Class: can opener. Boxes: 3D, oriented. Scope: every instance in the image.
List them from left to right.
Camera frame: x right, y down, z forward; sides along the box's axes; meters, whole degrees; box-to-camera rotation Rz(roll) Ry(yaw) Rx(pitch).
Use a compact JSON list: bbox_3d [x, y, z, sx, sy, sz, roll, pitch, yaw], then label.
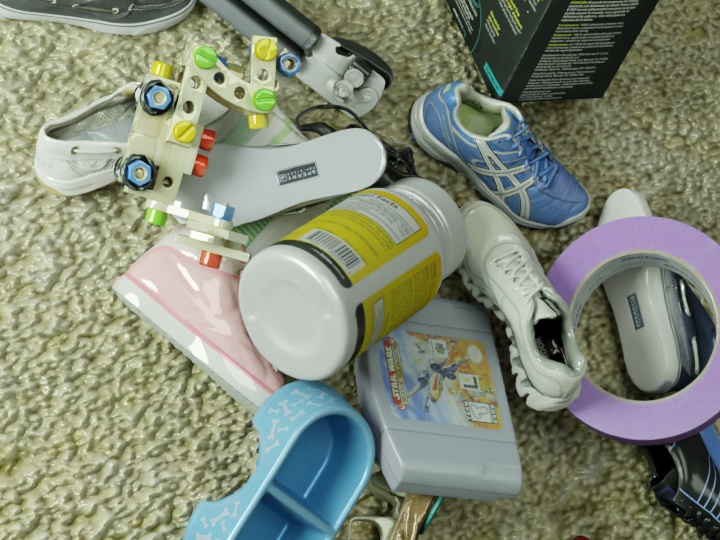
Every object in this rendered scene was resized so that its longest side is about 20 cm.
[{"bbox_3d":[-0.060,-0.215,1.328,0.199,0.053,0.067,34,28,-15],"label":"can opener"}]

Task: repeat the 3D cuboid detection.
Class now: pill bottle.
[{"bbox_3d":[0.000,0.000,1.198,0.199,0.114,0.115,-33,88,-47],"label":"pill bottle"}]

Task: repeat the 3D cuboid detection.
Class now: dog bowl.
[{"bbox_3d":[-0.060,0.187,1.160,0.111,0.049,0.201,41,75,-35],"label":"dog bowl"}]

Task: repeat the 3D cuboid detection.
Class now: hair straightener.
[{"bbox_3d":[0.024,-0.090,1.326,0.199,0.041,0.077,34,30,-12],"label":"hair straightener"}]

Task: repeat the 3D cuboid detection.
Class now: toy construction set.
[{"bbox_3d":[-0.126,-0.102,1.173,0.130,0.092,0.203,15,76,-19],"label":"toy construction set"}]

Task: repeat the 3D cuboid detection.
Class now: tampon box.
[{"bbox_3d":[0.188,-0.279,1.345,0.125,0.201,0.151,-6,58,-24],"label":"tampon box"}]

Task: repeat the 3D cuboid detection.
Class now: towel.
[{"bbox_3d":[-0.067,-0.052,1.286,0.200,0.023,0.153,43,64,-6],"label":"towel"}]

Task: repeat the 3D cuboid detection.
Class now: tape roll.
[{"bbox_3d":[0.259,0.056,1.308,0.197,0.066,0.203,-3,79,13],"label":"tape roll"}]

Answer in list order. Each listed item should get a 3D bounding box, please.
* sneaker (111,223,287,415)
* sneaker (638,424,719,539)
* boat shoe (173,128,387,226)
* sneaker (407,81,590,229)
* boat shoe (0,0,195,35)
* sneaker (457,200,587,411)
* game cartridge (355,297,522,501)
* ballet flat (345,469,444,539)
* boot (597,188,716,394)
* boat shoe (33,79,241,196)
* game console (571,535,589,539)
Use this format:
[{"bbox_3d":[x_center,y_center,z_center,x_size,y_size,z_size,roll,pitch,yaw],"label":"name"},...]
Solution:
[{"bbox_3d":[-0.103,0.042,1.206,0.200,0.075,0.105,41,76,-2],"label":"sneaker"},{"bbox_3d":[0.323,0.218,1.345,0.077,0.070,0.201,-27,79,-23],"label":"sneaker"},{"bbox_3d":[-0.074,-0.080,1.246,0.197,0.068,0.073,-14,86,-1],"label":"boat shoe"},{"bbox_3d":[0.139,-0.107,1.360,0.199,0.077,0.076,31,63,-13],"label":"sneaker"},{"bbox_3d":[-0.233,-0.255,1.254,0.197,0.066,0.071,2,73,-23],"label":"boat shoe"},{"bbox_3d":[0.145,0.022,1.262,0.074,0.081,0.202,-24,75,-13],"label":"sneaker"},{"bbox_3d":[0.062,0.103,1.244,0.132,0.042,0.202,12,47,-23],"label":"game cartridge"},{"bbox_3d":[0.027,0.218,1.226,0.072,0.068,0.202,24,70,2],"label":"ballet flat"},{"bbox_3d":[0.292,0.021,1.398,0.089,0.072,0.203,3,74,-37],"label":"boot"},{"bbox_3d":[-0.185,-0.128,1.225,0.199,0.070,0.071,-27,62,-28],"label":"boat shoe"},{"bbox_3d":[0.172,0.365,1.260,0.171,0.119,0.202,-28,84,4],"label":"game console"}]
